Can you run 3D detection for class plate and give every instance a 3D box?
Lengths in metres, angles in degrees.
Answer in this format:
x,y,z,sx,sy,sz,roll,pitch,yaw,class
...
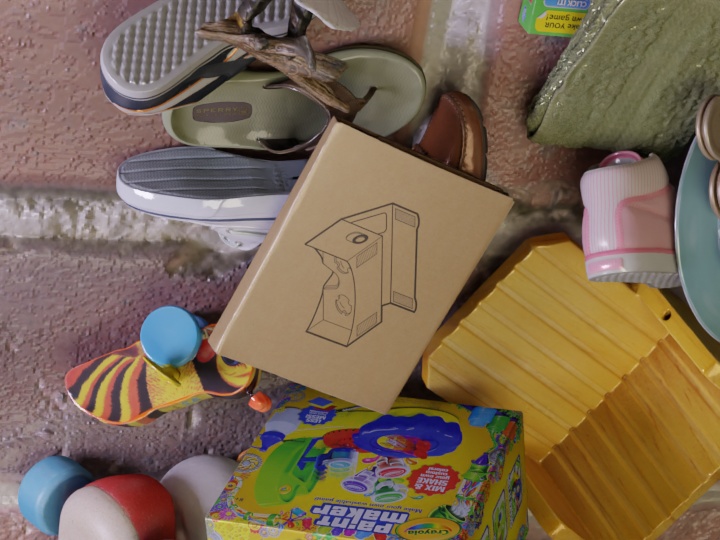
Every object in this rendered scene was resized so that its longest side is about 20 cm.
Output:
x,y,z,sx,sy,sz,roll,pitch,yaw,class
0.313,-0.039,1.604,0.200,0.025,0.201,-3,95,-46,plate

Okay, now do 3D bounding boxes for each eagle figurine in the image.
x,y,z,sx,sy,sz,roll,pitch,yaw,class
-0.037,-0.233,1.383,0.150,0.152,0.201,19,82,19,eagle figurine

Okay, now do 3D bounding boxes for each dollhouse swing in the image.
x,y,z,sx,sy,sz,roll,pitch,yaw,class
0.181,0.102,1.643,0.200,0.182,0.176,-45,140,13,dollhouse swing

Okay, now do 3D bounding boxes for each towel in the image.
x,y,z,sx,sy,sz,roll,pitch,yaw,class
0.222,-0.162,1.543,0.148,0.037,0.200,7,137,-21,towel

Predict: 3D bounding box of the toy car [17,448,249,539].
x,y,z,sx,sy,sz,roll,pitch,yaw,class
-0.141,0.223,1.646,0.199,0.184,0.178,-25,127,-34,toy car

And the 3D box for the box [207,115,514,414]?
x,y,z,sx,sy,sz,roll,pitch,yaw,class
0.000,0.000,1.523,0.163,0.021,0.201,21,108,-29,box

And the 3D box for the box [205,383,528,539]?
x,y,z,sx,sy,sz,roll,pitch,yaw,class
0.011,0.199,1.586,0.199,0.193,0.123,5,121,18,box

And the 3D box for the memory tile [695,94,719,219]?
x,y,z,sx,sy,sz,roll,pitch,yaw,class
0.318,-0.058,1.577,0.153,0.017,0.201,-32,115,-41,memory tile

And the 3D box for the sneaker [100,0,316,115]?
x,y,z,sx,sy,sz,roll,pitch,yaw,class
-0.102,-0.179,1.462,0.199,0.079,0.079,-30,82,-17,sneaker

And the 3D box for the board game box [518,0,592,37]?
x,y,z,sx,sy,sz,roll,pitch,yaw,class
0.229,-0.238,1.539,0.199,0.029,0.135,2,117,-16,board game box

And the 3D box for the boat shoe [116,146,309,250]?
x,y,z,sx,sy,sz,roll,pitch,yaw,class
-0.084,-0.045,1.531,0.199,0.074,0.067,4,128,-2,boat shoe

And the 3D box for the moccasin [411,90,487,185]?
x,y,z,sx,sy,sz,roll,pitch,yaw,class
0.038,-0.048,1.573,0.077,0.074,0.202,6,127,-31,moccasin

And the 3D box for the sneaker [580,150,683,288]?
x,y,z,sx,sy,sz,roll,pitch,yaw,class
0.237,-0.042,1.606,0.075,0.105,0.200,-15,169,35,sneaker

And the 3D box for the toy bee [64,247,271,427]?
x,y,z,sx,sy,sz,roll,pitch,yaw,class
-0.123,0.074,1.563,0.200,0.109,0.131,-38,166,24,toy bee

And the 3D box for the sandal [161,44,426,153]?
x,y,z,sx,sy,sz,roll,pitch,yaw,class
-0.047,-0.116,1.517,0.200,0.057,0.080,-9,120,-10,sandal
